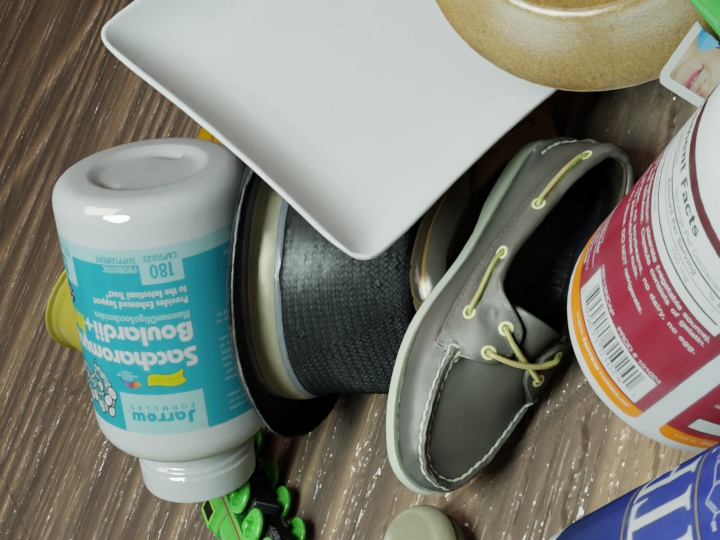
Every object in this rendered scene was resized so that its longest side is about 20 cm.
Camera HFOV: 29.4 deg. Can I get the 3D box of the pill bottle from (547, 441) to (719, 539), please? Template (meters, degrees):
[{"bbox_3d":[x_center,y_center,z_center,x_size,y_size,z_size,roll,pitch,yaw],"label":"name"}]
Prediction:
[{"bbox_3d":[0.125,0.130,0.482,0.200,0.119,0.120,-39,37,35],"label":"pill bottle"}]

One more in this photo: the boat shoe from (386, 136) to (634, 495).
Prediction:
[{"bbox_3d":[0.077,0.022,0.695,0.061,0.072,0.202,4,66,62],"label":"boat shoe"}]

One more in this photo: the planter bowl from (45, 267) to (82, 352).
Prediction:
[{"bbox_3d":[-0.103,0.020,0.921,0.200,0.200,0.084,-46,69,25],"label":"planter bowl"}]

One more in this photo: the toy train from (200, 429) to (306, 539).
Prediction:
[{"bbox_3d":[-0.074,0.146,0.861,0.057,0.042,0.200,-64,28,17],"label":"toy train"}]

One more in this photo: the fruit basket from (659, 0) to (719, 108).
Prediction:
[{"bbox_3d":[0.230,-0.116,0.554,0.186,0.094,0.200,-54,34,12],"label":"fruit basket"}]

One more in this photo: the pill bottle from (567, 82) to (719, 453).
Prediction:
[{"bbox_3d":[0.157,-0.014,0.488,0.200,0.112,0.113,118,166,-64],"label":"pill bottle"}]

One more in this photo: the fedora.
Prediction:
[{"bbox_3d":[0.000,0.000,0.779,0.091,0.201,0.201,5,66,23],"label":"fedora"}]

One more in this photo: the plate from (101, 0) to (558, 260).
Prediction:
[{"bbox_3d":[-0.001,-0.119,0.731,0.200,0.199,0.032,-42,-19,-21],"label":"plate"}]

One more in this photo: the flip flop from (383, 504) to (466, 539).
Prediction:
[{"bbox_3d":[0.012,0.203,0.658,0.081,0.057,0.201,-28,43,44],"label":"flip flop"}]

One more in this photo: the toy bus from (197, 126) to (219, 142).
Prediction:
[{"bbox_3d":[-0.080,-0.099,1.032,0.065,0.078,0.201,-8,59,54],"label":"toy bus"}]

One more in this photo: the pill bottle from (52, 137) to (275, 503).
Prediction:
[{"bbox_3d":[-0.107,0.033,0.795,0.111,0.110,0.201,-134,33,-59],"label":"pill bottle"}]

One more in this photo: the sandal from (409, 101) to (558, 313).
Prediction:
[{"bbox_3d":[0.079,-0.055,0.755,0.054,0.082,0.201,0,60,35],"label":"sandal"}]

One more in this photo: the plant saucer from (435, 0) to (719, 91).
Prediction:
[{"bbox_3d":[0.115,-0.191,0.677,0.199,0.035,0.201,-3,83,24],"label":"plant saucer"}]
